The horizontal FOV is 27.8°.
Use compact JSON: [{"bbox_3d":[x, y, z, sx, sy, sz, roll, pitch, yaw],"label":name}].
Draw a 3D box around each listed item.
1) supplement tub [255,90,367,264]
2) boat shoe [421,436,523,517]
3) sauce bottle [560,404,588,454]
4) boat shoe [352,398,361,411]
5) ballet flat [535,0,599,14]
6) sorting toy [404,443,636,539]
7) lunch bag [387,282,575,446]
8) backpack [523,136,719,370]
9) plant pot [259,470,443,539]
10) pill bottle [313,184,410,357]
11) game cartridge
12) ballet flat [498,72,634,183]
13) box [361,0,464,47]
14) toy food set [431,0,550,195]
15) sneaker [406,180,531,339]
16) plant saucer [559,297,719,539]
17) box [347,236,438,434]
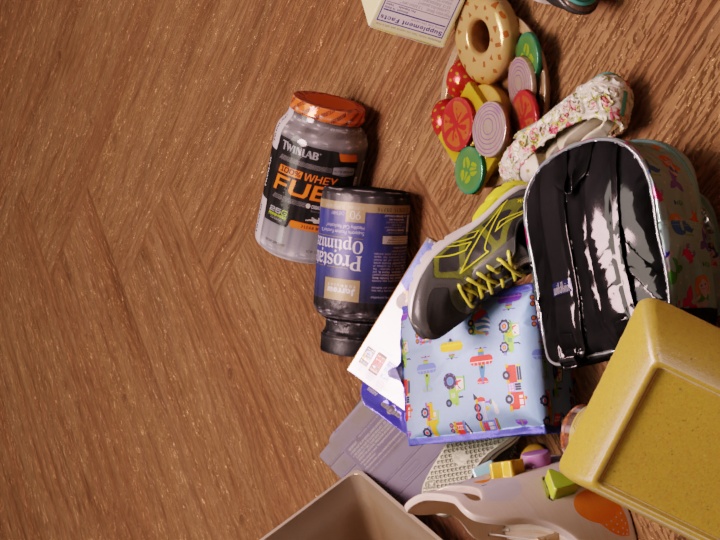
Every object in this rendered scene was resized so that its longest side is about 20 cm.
[{"bbox_3d":[-0.060,-0.120,1.860,0.122,0.121,0.202,36,119,52],"label":"supplement tub"},{"bbox_3d":[0.138,0.184,1.594,0.074,0.062,0.201,39,109,26],"label":"boat shoe"},{"bbox_3d":[0.279,0.168,1.374,0.199,0.065,0.067,5,93,49],"label":"sauce bottle"},{"bbox_3d":[0.054,0.142,1.728,0.200,0.067,0.072,-49,48,43],"label":"boat shoe"},{"bbox_3d":[0.201,-0.325,1.515,0.069,0.067,0.202,118,149,-50],"label":"ballet flat"},{"bbox_3d":[0.147,0.236,1.474,0.199,0.178,0.108,-7,84,57],"label":"sorting toy"},{"bbox_3d":[0.116,0.103,1.534,0.198,0.094,0.153,-8,81,29],"label":"lunch bag"},{"bbox_3d":[0.244,-0.023,1.353,0.177,0.149,0.203,-20,81,49],"label":"backpack"},{"bbox_3d":[-0.002,0.390,1.680,0.199,0.199,0.178,32,151,52],"label":"plant pot"},{"bbox_3d":[0.000,0.000,1.773,0.111,0.111,0.203,12,99,57],"label":"pill bottle"},{"bbox_3d":[0.043,0.203,1.713,0.130,0.038,0.200,47,132,9],"label":"game cartridge"},{"bbox_3d":[0.204,-0.126,1.484,0.200,0.075,0.065,-46,35,48],"label":"ballet flat"},{"bbox_3d":[0.075,-0.389,1.638,0.177,0.096,0.201,-103,33,-51],"label":"box"},{"bbox_3d":[0.142,-0.190,1.611,0.201,0.048,0.199,-61,42,36],"label":"toy food set"},{"bbox_3d":[0.126,-0.010,1.464,0.200,0.075,0.084,-50,35,-12],"label":"sneaker"},{"bbox_3d":[0.291,0.152,1.256,0.198,0.048,0.202,26,119,8],"label":"plant saucer"},{"bbox_3d":[0.074,0.079,1.614,0.118,0.041,0.201,33,92,24],"label":"box"}]
